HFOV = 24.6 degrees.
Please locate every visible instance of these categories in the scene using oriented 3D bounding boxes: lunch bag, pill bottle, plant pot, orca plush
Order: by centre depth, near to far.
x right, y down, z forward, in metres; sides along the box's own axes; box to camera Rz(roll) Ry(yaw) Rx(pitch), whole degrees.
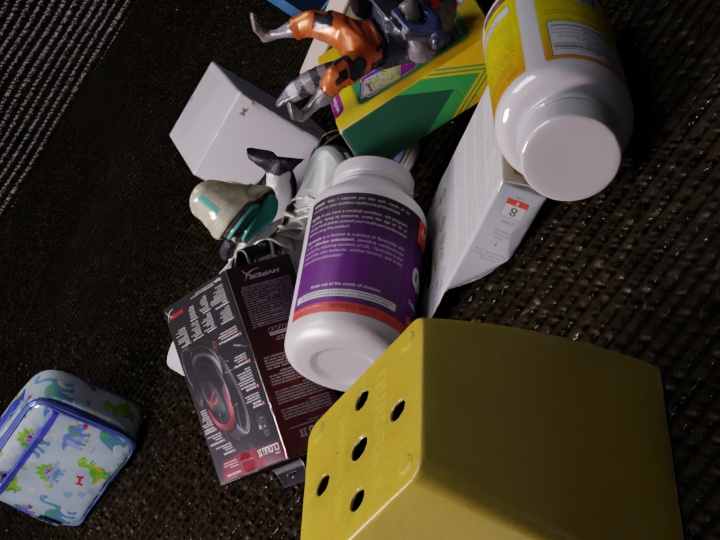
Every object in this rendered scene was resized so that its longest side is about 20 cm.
[{"bbox_3d":[0.069,0.149,1.056,0.200,0.175,0.201,-48,24,34],"label":"plant pot"},{"bbox_3d":[0.156,-0.143,1.309,0.109,0.109,0.201,-50,23,30],"label":"pill bottle"},{"bbox_3d":[0.000,0.000,1.485,0.112,0.112,0.201,-36,36,49],"label":"pill bottle"},{"bbox_3d":[-0.117,-0.067,1.789,0.071,0.105,0.201,55,159,33],"label":"orca plush"},{"bbox_3d":[-0.382,0.224,2.070,0.200,0.160,0.083,-48,24,31],"label":"lunch bag"}]

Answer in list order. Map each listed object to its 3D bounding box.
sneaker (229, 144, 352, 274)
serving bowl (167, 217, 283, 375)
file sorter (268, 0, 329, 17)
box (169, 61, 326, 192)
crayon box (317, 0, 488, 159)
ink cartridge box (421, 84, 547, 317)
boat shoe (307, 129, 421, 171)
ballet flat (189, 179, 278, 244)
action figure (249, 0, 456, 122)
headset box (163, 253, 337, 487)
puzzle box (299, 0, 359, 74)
[{"bbox_3d":[-0.063,-0.034,1.624,0.075,0.115,0.203,-2,78,46],"label":"sneaker"},{"bbox_3d":[-0.113,0.042,1.725,0.200,0.066,0.200,-49,-9,-10],"label":"serving bowl"},{"bbox_3d":[-0.067,-0.397,2.039,0.123,0.199,0.139,-49,24,24],"label":"file sorter"},{"bbox_3d":[-0.121,-0.145,1.914,0.107,0.152,0.200,-58,20,8],"label":"box"},{"bbox_3d":[0.052,-0.199,1.614,0.172,0.058,0.200,-31,28,8],"label":"crayon box"},{"bbox_3d":[0.106,-0.053,1.441,0.163,0.050,0.201,-86,13,-47],"label":"ink cartridge box"},{"bbox_3d":[-0.014,-0.113,1.731,0.200,0.072,0.073,-31,35,54],"label":"boat shoe"},{"bbox_3d":[-0.124,-0.066,1.622,0.068,0.062,0.200,-53,-4,2],"label":"ballet flat"},{"bbox_3d":[-0.002,-0.231,1.538,0.105,0.192,0.201,81,167,-49],"label":"action figure"},{"bbox_3d":[-0.096,0.104,1.541,0.148,0.075,0.202,-30,77,56],"label":"headset box"},{"bbox_3d":[0.023,-0.269,1.708,0.026,0.132,0.200,62,151,22],"label":"puzzle box"}]
